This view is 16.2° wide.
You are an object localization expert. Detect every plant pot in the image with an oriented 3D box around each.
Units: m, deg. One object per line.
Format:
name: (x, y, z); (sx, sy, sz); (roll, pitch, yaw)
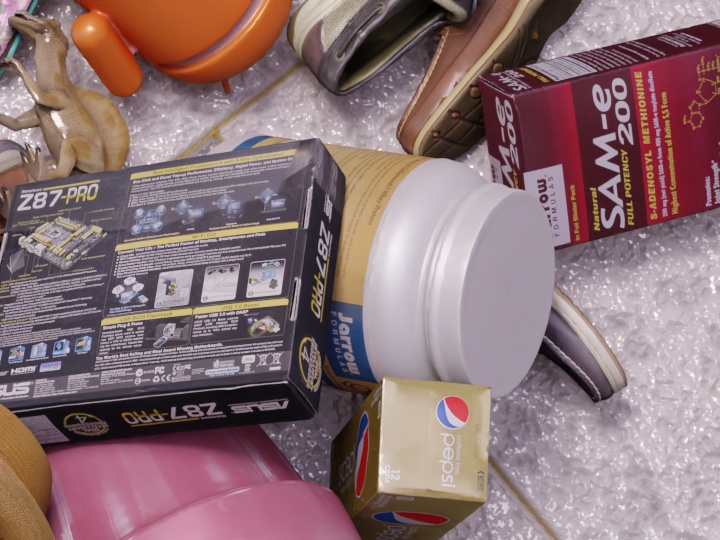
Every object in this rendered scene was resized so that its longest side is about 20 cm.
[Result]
plant pot: (-0.117, 0.147, 1.471); (0.199, 0.200, 0.179); (-23, 64, -13)

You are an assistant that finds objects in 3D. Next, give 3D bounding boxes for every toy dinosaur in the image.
toy dinosaur: (-0.174, -0.067, 1.537); (0.101, 0.058, 0.201); (-24, 94, -47)

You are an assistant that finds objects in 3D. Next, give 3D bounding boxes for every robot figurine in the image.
robot figurine: (-0.121, -0.191, 1.564); (0.200, 0.116, 0.144); (39, 42, -41)

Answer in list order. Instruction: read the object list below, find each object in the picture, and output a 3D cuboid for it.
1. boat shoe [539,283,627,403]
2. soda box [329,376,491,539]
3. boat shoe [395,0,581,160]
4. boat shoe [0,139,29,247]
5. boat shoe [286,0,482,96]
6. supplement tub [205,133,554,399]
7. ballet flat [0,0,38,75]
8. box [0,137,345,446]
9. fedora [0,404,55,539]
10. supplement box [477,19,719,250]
boat shoe: (0.081, 0.016, 1.589); (0.065, 0.072, 0.200); (-44, 86, -6)
soda box: (0.026, 0.117, 1.482); (0.064, 0.200, 0.068); (5, 75, -7)
boat shoe: (0.080, -0.155, 1.637); (0.067, 0.072, 0.200); (30, 76, 23)
boat shoe: (-0.274, -0.002, 1.538); (0.200, 0.076, 0.072); (-34, 86, -12)
boat shoe: (0.048, -0.181, 1.585); (0.201, 0.072, 0.066); (-35, 62, 8)
supplement tub: (0.000, 0.000, 1.501); (0.199, 0.145, 0.145); (9, 71, 30)
ballet flat: (-0.212, -0.218, 1.605); (0.071, 0.069, 0.200); (33, 76, -16)
box: (-0.114, 0.014, 1.421); (0.199, 0.049, 0.162); (-8, 56, 21)
fedora: (-0.227, 0.125, 1.386); (0.200, 0.201, 0.082); (35, 46, 2)
supplement box: (0.181, -0.088, 1.603); (0.199, 0.061, 0.109); (-15, 110, -16)
